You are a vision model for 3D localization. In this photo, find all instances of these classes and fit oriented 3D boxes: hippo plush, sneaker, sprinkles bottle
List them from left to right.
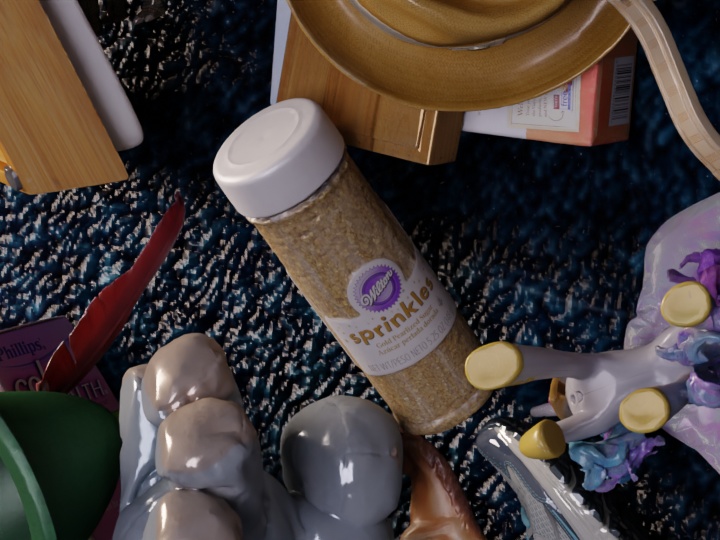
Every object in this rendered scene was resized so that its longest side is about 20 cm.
[{"bbox_3d":[-0.046,0.139,1.345,0.159,0.161,0.200,-167,84,-72],"label":"hippo plush"},{"bbox_3d":[0.000,0.000,1.353,0.068,0.068,0.200,-17,124,30],"label":"sprinkles bottle"},{"bbox_3d":[0.120,0.169,1.350,0.086,0.078,0.200,-42,80,14],"label":"sneaker"}]

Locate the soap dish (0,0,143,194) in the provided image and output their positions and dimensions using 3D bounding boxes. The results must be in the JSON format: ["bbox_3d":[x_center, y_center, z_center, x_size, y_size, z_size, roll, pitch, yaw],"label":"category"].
[{"bbox_3d":[-0.216,-0.139,1.430,0.157,0.081,0.200,23,142,63],"label":"soap dish"}]

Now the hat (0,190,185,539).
[{"bbox_3d":[-0.153,0.101,1.438,0.166,0.176,0.200,50,141,22],"label":"hat"}]

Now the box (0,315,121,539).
[{"bbox_3d":[-0.215,0.161,1.537,0.176,0.097,0.200,-37,81,28],"label":"box"}]

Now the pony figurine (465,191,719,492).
[{"bbox_3d":[0.161,0.046,1.278,0.193,0.200,0.167,-19,82,14],"label":"pony figurine"}]

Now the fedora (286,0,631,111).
[{"bbox_3d":[0.055,-0.167,1.245,0.201,0.082,0.201,0,102,0],"label":"fedora"}]

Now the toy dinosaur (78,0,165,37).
[{"bbox_3d":[-0.139,-0.196,1.451,0.200,0.077,0.102,-11,106,34],"label":"toy dinosaur"}]

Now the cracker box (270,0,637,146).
[{"bbox_3d":[0.052,-0.146,1.363,0.200,0.058,0.134,10,101,27],"label":"cracker box"}]

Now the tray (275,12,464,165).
[{"bbox_3d":[0.017,-0.165,1.327,0.099,0.037,0.200,15,102,26],"label":"tray"}]

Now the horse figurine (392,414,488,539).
[{"bbox_3d":[0.059,0.194,1.417,0.200,0.050,0.133,46,118,21],"label":"horse figurine"}]

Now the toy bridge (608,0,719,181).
[{"bbox_3d":[0.199,-0.072,1.246,0.200,0.067,0.027,44,153,-11],"label":"toy bridge"}]
